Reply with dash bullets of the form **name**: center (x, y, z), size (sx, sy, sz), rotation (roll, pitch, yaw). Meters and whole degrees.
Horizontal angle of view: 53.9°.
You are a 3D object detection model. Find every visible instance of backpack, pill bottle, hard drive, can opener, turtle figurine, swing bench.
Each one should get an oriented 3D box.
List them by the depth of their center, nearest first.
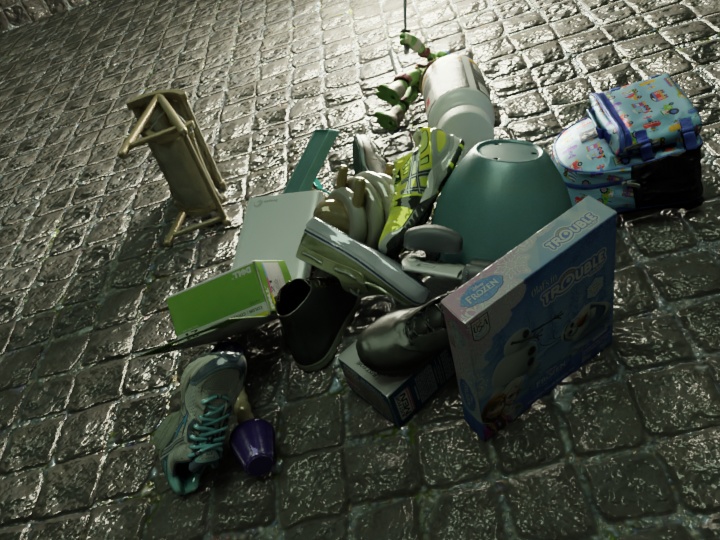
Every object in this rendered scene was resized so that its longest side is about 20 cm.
- **can opener**: center (0.141, -0.011, 0.833), size (0.195, 0.069, 0.053), rotation (8, 18, 22)
- **backpack**: center (0.351, -0.162, 0.979), size (0.195, 0.136, 0.185), rotation (-12, 38, 15)
- **hard drive**: center (-0.130, -0.025, 1.067), size (0.129, 0.027, 0.204), rotation (-4, 59, 23)
- **pill bottle**: center (0.166, -0.272, 1.198), size (0.114, 0.118, 0.202), rotation (-12, 39, 10)
- **swing bench**: center (-0.324, -0.192, 1.258), size (0.127, 0.202, 0.202), rotation (-18, 39, 2)
- **turtle figurine**: center (0.075, -0.378, 1.347), size (0.195, 0.200, 0.143), rotation (-53, 15, -29)

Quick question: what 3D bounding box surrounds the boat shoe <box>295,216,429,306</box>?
- **boat shoe**: center (0.000, 0.000, 0.905), size (0.198, 0.072, 0.063), rotation (32, 97, 31)

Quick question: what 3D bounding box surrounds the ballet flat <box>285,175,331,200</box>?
- **ballet flat**: center (-0.078, -0.110, 1.173), size (0.075, 0.068, 0.200), rotation (-46, 35, 2)

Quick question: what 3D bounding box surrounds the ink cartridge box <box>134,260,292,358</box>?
- **ink cartridge box**: center (-0.186, 0.046, 0.914), size (0.145, 0.077, 0.199), rotation (-21, -6, 17)

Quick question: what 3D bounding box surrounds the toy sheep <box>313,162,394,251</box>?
- **toy sheep**: center (0.017, -0.082, 1.028), size (0.196, 0.141, 0.138), rotation (-6, 29, -32)

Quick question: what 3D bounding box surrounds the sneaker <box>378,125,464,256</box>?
- **sneaker**: center (0.069, -0.108, 0.963), size (0.075, 0.076, 0.202), rotation (28, 67, 6)

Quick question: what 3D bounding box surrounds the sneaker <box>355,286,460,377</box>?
- **sneaker**: center (0.089, 0.056, 0.780), size (0.195, 0.091, 0.077), rotation (-16, 64, -10)

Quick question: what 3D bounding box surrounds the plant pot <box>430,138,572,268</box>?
- **plant pot**: center (0.187, -0.091, 0.920), size (0.195, 0.138, 0.201), rotation (-1, 28, 0)

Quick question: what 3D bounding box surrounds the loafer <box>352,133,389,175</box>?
- **loafer**: center (0.029, -0.156, 1.179), size (0.061, 0.073, 0.203), rotation (-3, 45, -10)

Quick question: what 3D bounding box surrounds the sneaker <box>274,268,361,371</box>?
- **sneaker**: center (-0.052, 0.025, 0.960), size (0.073, 0.108, 0.202), rotation (-4, 42, 19)

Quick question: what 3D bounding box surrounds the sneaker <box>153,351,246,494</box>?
- **sneaker**: center (-0.173, 0.177, 0.809), size (0.076, 0.202, 0.087), rotation (6, 39, -33)

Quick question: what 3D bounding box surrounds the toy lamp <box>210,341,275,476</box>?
- **toy lamp**: center (-0.146, 0.168, 0.878), size (0.057, 0.059, 0.201), rotation (-24, 39, -5)

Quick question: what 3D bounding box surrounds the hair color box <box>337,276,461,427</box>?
- **hair color box**: center (0.079, 0.086, 0.869), size (0.199, 0.061, 0.099), rotation (-38, 42, -21)

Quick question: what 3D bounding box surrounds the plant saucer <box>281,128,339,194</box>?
- **plant saucer**: center (-0.099, -0.145, 1.160), size (0.070, 0.019, 0.203), rotation (17, 81, 59)

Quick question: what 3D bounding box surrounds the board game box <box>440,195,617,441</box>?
- **board game box**: center (0.184, 0.056, 0.744), size (0.198, 0.201, 0.043), rotation (-33, 44, -15)
